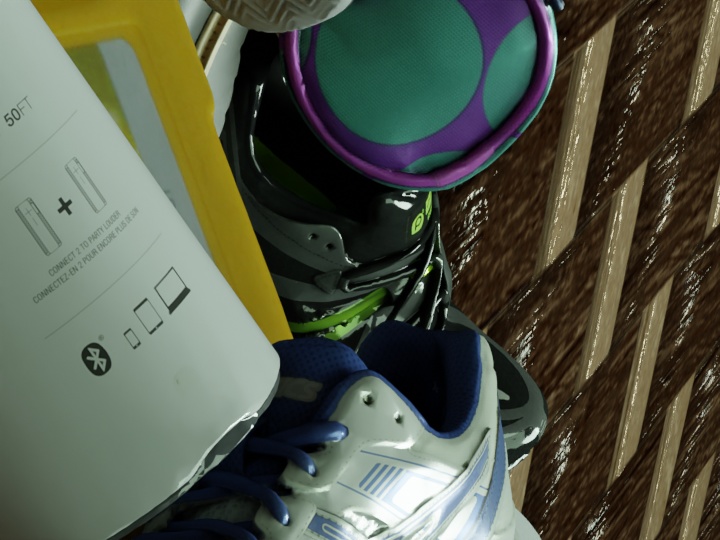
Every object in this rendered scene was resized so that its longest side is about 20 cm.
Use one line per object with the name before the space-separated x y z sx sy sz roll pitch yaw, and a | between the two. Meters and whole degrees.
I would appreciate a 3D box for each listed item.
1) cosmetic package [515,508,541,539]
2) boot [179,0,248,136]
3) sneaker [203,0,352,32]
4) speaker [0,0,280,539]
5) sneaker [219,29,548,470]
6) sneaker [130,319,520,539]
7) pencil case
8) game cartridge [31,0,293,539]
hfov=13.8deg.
cosmetic package | -0.016 0.162 1.063 0.200 0.108 0.085 -49 175 30
boot | -0.075 -0.116 0.823 0.138 0.077 0.201 35 63 -58
sneaker | -0.028 -0.171 0.802 0.112 0.077 0.201 -45 122 -59
speaker | -0.102 -0.037 0.614 0.201 0.081 0.081 55 40 -15
sneaker | 0.000 0.000 0.980 0.200 0.082 0.071 48 37 -26
sneaker | -0.027 0.061 0.655 0.200 0.075 0.089 -20 110 -63
pencil case | 0.015 -0.104 0.954 0.200 0.085 0.093 -96 167 -66
game cartridge | -0.088 -0.005 0.701 0.176 0.032 0.201 -18 89 -52
